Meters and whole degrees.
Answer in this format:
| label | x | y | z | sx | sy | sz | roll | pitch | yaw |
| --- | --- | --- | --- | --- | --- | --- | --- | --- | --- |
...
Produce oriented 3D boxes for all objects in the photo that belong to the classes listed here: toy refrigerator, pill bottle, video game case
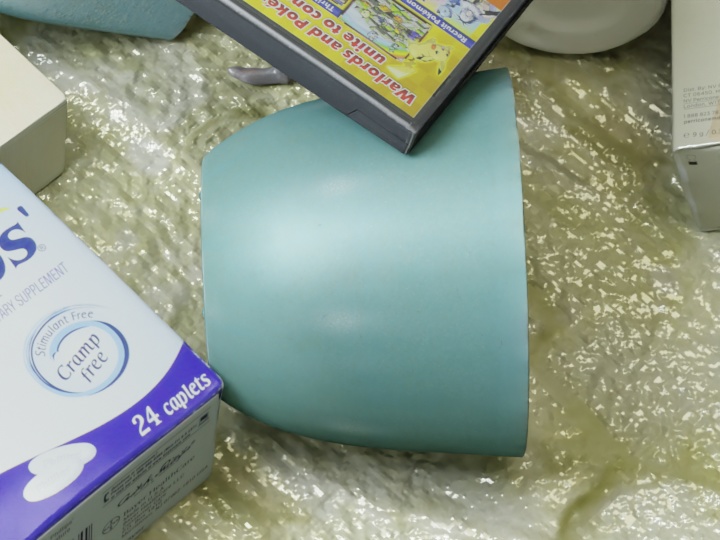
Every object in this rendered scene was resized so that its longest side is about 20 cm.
| label | x | y | z | sx | sy | sz | roll | pitch | yaw |
| --- | --- | --- | --- | --- | --- | --- | --- | --- | --- |
| toy refrigerator | -0.249 | -0.122 | 1.507 | 0.070 | 0.076 | 0.200 | -38 | 70 | -26 |
| pill bottle | 0.126 | -0.238 | 1.607 | 0.114 | 0.114 | 0.200 | 7 | 59 | -4 |
| video game case | -0.010 | -0.174 | 1.376 | 0.200 | 0.026 | 0.181 | 35 | 56 | 6 |

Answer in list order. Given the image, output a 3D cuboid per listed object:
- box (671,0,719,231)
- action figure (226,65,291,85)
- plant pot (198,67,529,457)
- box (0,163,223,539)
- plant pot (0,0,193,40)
| label | x | y | z | sx | sy | sz | roll | pitch | yaw |
| --- | --- | --- | --- | --- | --- | --- | --- | --- | --- |
| box | 0.221 | -0.133 | 1.555 | 0.078 | 0.095 | 0.200 | -6 | 60 | 15 |
| action figure | -0.002 | -0.175 | 1.522 | 0.104 | 0.194 | 0.200 | 19 | 20 | -22 |
| plant pot | 0.000 | 0.000 | 1.406 | 0.160 | 0.201 | 0.201 | -3 | 59 | 0 |
| box | -0.202 | 0.069 | 1.382 | 0.200 | 0.105 | 0.184 | 42 | 62 | 17 |
| plant pot | -0.179 | -0.258 | 1.490 | 0.200 | 0.196 | 0.196 | -4 | 56 | -39 |
